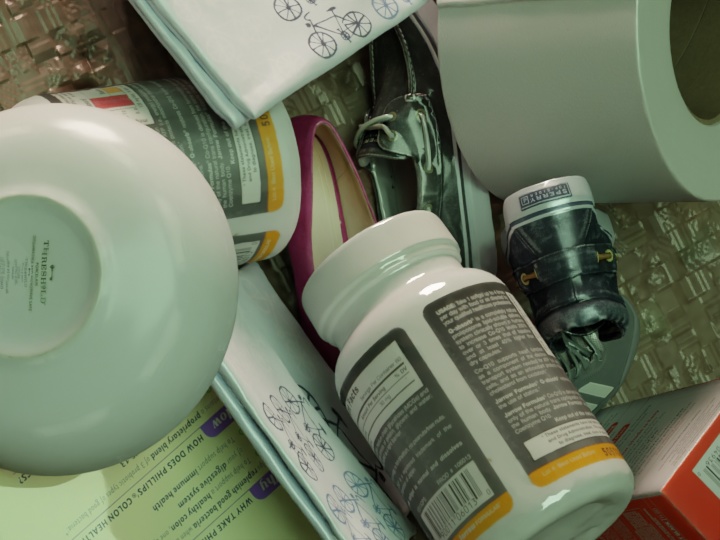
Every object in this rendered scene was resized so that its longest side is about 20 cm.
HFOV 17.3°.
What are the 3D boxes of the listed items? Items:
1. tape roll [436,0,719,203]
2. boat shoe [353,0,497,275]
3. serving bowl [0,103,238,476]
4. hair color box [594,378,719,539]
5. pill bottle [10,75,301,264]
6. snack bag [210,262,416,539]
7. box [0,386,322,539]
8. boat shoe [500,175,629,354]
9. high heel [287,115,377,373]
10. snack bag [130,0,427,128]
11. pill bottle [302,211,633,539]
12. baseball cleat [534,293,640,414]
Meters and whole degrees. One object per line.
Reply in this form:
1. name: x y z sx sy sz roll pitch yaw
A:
1. tape roll: 0.155 -0.142 1.460 0.202 0.139 0.204 0 90 -55
2. boat shoe: 0.032 -0.079 1.475 0.071 0.072 0.201 -13 88 -30
3. serving bowl: -0.168 0.006 1.237 0.199 0.066 0.201 -1 84 9
4. hair color box: 0.175 0.128 1.429 0.061 0.200 0.102 46 66 -10
5. pill bottle: -0.144 -0.049 1.366 0.199 0.116 0.117 -9 84 -26
6. snack bag: -0.029 0.082 1.355 0.021 0.200 0.189 -36 89 13
7. box: -0.127 0.137 1.351 0.176 0.097 0.200 -41 97 -25
8. boat shoe: 0.125 0.009 1.440 0.070 0.200 0.091 -15 79 7
9. high heel: 0.000 0.000 1.432 0.067 0.096 0.201 -24 90 -26
10. snack bag: -0.072 -0.199 1.385 0.200 0.021 0.188 51 50 4
11. pill bottle: 0.057 0.073 1.339 0.116 0.117 0.200 -22 66 -26
12. baseball cleat: 0.116 0.070 1.465 0.070 0.106 0.200 45 63 5
